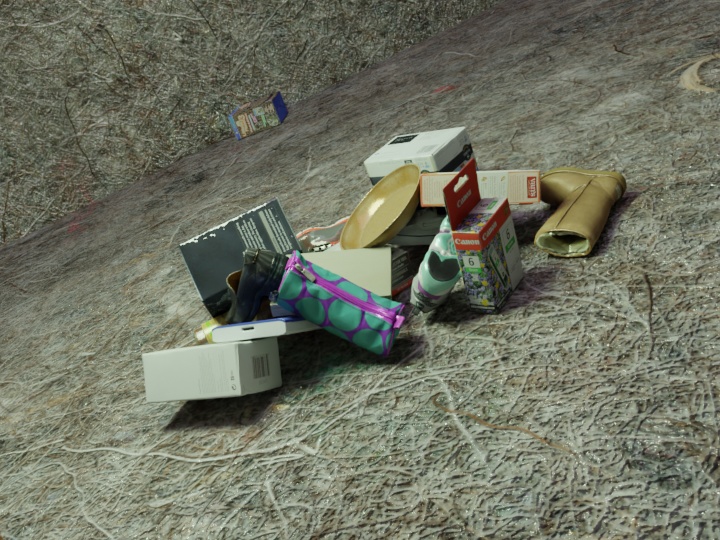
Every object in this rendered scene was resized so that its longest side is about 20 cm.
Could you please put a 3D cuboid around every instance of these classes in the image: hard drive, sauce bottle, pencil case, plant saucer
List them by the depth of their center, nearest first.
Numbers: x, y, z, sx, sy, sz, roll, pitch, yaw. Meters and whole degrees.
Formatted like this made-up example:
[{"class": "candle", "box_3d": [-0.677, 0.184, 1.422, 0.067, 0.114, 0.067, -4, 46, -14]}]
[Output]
[{"class": "pencil case", "box_3d": [-0.031, 0.050, 1.142, 0.196, 0.093, 0.086, 25, 62, 4]}, {"class": "hard drive", "box_3d": [-0.129, 0.089, 1.229, 0.129, 0.026, 0.199, -9, -3, 22]}, {"class": "plant saucer", "box_3d": [0.044, -0.101, 1.359, 0.199, 0.035, 0.202, -41, 23, 21]}, {"class": "sauce bottle", "box_3d": [-0.203, 0.090, 1.381, 0.197, 0.066, 0.065, -28, 23, -11]}]

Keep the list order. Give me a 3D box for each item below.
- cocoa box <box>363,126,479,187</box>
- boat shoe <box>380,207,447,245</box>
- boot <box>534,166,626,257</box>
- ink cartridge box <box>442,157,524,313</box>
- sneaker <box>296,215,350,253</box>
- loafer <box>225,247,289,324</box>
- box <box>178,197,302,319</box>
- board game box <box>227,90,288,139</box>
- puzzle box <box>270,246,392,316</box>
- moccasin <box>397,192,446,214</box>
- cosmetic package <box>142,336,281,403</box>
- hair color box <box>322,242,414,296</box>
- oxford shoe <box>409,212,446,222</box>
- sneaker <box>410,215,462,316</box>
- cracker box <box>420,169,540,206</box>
[{"class": "cocoa box", "box_3d": [0.132, -0.204, 1.606, 0.197, 0.134, 0.133, 2, 33, 45]}, {"class": "boat shoe", "box_3d": [0.128, -0.082, 1.373, 0.194, 0.067, 0.074, -4, 6, 2]}, {"class": "boot", "box_3d": [0.336, -0.099, 1.277, 0.172, 0.067, 0.200, -2, 32, 42]}, {"class": "ink cartridge box", "box_3d": [0.185, -0.052, 1.137, 0.049, 0.204, 0.109, 4, 33, 36]}, {"class": "sneaker", "box_3d": [-0.067, -0.047, 1.539, 0.197, 0.078, 0.082, -29, 30, -12]}, {"class": "loafer", "box_3d": [-0.185, 0.025, 1.248, 0.201, 0.071, 0.074, -50, 21, 43]}, {"class": "box", "box_3d": [-0.208, -0.007, 1.411, 0.196, 0.119, 0.197, -26, -17, -8]}, {"class": "board game box", "box_3d": [-0.407, -0.620, 3.062, 0.195, 0.099, 0.160, -17, 23, 14]}, {"class": "puzzle box", "box_3d": [-0.045, 0.016, 1.250, 0.194, 0.026, 0.135, -4, 37, 6]}, {"class": "moccasin", "box_3d": [0.164, -0.143, 1.416, 0.194, 0.070, 0.081, 2, 16, 7]}, {"class": "cosmetic package", "box_3d": [-0.232, 0.155, 1.198, 0.195, 0.084, 0.112, -8, -3, 28]}, {"class": "hair color box", "box_3d": [0.000, 0.000, 1.383, 0.109, 0.065, 0.199, -29, 22, -21]}, {"class": "oxford shoe", "box_3d": [0.136, -0.090, 1.465, 0.195, 0.060, 0.075, 5, 11, 22]}, {"class": "sneaker", "box_3d": [0.131, -0.008, 1.225, 0.200, 0.077, 0.141, -47, -11, -40]}, {"class": "cracker box", "box_3d": [0.202, -0.139, 1.302, 0.194, 0.060, 0.134, -1, 6, 9]}]
